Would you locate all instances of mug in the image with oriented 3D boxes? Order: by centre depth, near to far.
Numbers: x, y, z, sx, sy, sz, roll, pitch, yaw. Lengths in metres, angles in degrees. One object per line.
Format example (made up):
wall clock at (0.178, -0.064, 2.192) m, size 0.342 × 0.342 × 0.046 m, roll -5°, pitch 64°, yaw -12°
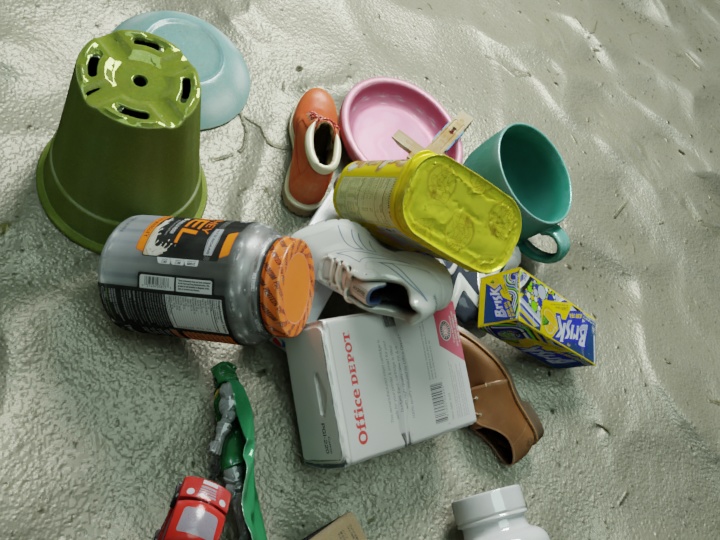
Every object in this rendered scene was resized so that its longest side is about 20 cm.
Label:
mug at (0.217, -0.104, 0.957) m, size 0.149 × 0.114 × 0.189 m, roll 13°, pitch 65°, yaw -31°

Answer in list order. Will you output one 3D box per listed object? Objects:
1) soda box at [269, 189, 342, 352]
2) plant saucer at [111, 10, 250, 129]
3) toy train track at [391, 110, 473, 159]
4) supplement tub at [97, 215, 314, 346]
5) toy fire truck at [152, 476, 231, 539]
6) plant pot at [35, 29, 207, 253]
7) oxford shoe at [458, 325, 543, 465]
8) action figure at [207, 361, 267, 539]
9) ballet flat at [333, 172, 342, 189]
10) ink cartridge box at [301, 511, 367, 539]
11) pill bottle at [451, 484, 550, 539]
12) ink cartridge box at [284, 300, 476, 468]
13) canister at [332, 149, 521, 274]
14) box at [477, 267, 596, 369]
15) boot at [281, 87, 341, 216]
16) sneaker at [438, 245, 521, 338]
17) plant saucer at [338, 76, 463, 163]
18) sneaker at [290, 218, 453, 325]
soda box at (-0.058, -0.002, 0.810) m, size 0.067 × 0.064 × 0.202 m, roll 32°, pitch 55°, yaw -6°
plant saucer at (-0.240, -0.284, 0.887) m, size 0.197 × 0.039 × 0.205 m, roll 11°, pitch 61°, yaw -19°
toy train track at (0.109, -0.170, 0.940) m, size 0.114 × 0.033 × 0.200 m, roll 37°, pitch 49°, yaw 5°
supplement tub at (-0.153, 0.010, 0.673) m, size 0.195 × 0.124 × 0.125 m, roll 4°, pitch 56°, yaw 17°
toy fire truck at (-0.173, 0.290, 0.553) m, size 0.048 × 0.202 × 0.142 m, roll 23°, pitch 28°, yaw -12°
plant pot at (-0.250, -0.148, 0.719) m, size 0.196 × 0.190 × 0.204 m, roll 10°, pitch 60°, yaw -19°
oxford shoe at (0.148, 0.152, 0.813) m, size 0.071 × 0.071 × 0.201 m, roll -39°, pitch 94°, yaw -30°
action figure at (-0.129, 0.186, 0.667) m, size 0.053 × 0.119 × 0.203 m, roll -5°, pitch 57°, yaw -14°
ballet flat at (0.051, -0.073, 0.897) m, size 0.196 × 0.068 × 0.069 m, roll 23°, pitch 30°, yaw -7°
ink cartridge box at (-0.025, 0.354, 0.597) m, size 0.163 × 0.075 × 0.203 m, roll -9°, pitch 66°, yaw -55°
pill bottle at (0.162, 0.343, 0.703) m, size 0.109 × 0.112 × 0.204 m, roll -2°, pitch 65°, yaw -26°
ink cartridge box at (0.024, 0.121, 0.734) m, size 0.197 × 0.084 × 0.149 m, roll -5°, pitch 81°, yaw -40°
canister at (0.064, -0.068, 0.744) m, size 0.147 × 0.199 × 0.088 m, roll 27°, pitch 87°, yaw -25°
box at (0.236, 0.069, 0.863) m, size 0.198 × 0.064 × 0.072 m, roll 27°, pitch 61°, yaw -38°
boot at (-0.054, -0.184, 0.884) m, size 0.073 × 0.108 × 0.204 m, roll 12°, pitch 58°, yaw -17°
sneaker at (0.155, 0.032, 0.891) m, size 0.197 × 0.078 × 0.133 m, roll -2°, pitch 82°, yaw -47°
plant saucer at (0.056, -0.191, 0.972) m, size 0.196 × 0.051 × 0.205 m, roll 11°, pitch 61°, yaw -20°
sneaker at (0.000, 0.000, 0.709) m, size 0.196 × 0.076 × 0.087 m, roll 17°, pitch 25°, yaw 20°
